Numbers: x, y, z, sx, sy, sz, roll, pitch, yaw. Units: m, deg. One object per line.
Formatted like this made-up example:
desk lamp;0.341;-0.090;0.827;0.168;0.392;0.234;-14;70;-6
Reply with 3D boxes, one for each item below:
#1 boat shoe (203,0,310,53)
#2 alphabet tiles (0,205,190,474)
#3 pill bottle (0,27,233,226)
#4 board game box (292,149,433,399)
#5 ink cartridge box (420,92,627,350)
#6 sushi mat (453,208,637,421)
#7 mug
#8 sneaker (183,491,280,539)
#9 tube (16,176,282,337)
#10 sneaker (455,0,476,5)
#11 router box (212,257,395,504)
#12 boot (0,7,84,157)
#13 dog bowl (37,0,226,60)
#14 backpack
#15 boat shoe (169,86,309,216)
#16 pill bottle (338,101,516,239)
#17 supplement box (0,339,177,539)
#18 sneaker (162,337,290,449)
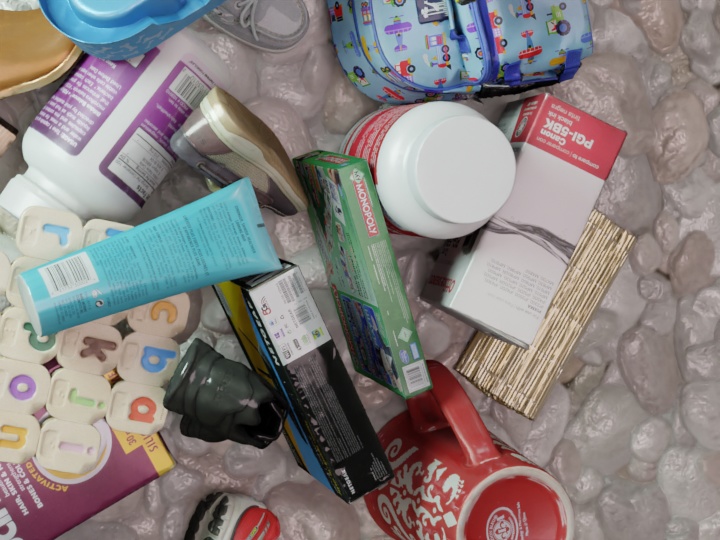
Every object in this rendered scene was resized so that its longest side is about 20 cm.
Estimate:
boat shoe;-0.118;-0.258;1.455;0.074;0.065;0.202;-46;108;-8
alphabet tiles;-0.236;0.055;1.373;0.194;0.015;0.201;11;92;-20
pill bottle;-0.202;-0.110;1.422;0.112;0.112;0.200;39;84;-19
board game box;0.000;0.000;1.491;0.029;0.135;0.201;-20;103;-14
ink cartridge box;0.137;-0.043;1.521;0.083;0.147;0.201;25;88;-8
sushi mat;0.172;0.032;1.617;0.095;0.012;0.201;32;86;-20
mug;0.081;0.184;1.507;0.133;0.200;0.178;-44;108;-8
sneaker;-0.123;0.294;1.521;0.085;0.077;0.201;22;91;-26
tube;-0.163;-0.006;1.359;0.199;0.050;0.078;-20;90;-18
sneaker;0.130;-0.302;1.392;0.200;0.074;0.085;-44;97;-12
router box;-0.053;0.085;1.476;0.051;0.149;0.201;-28;104;-14
boot;-0.307;-0.194;1.405;0.155;0.077;0.200;39;91;-15
dog bowl;-0.154;-0.239;1.368;0.199;0.050;0.112;-34;68;-7
backpack;0.077;-0.230;1.491;0.199;0.134;0.184;-10;99;-14
boat shoe;-0.099;-0.088;1.440;0.065;0.200;0.072;-30;69;7
pill bottle;0.056;-0.083;1.461;0.112;0.200;0.113;-1;93;-15
supplement box;-0.272;0.146;1.435;0.199;0.103;0.131;-31;106;-12
sneaker;-0.101;0.115;1.437;0.090;0.200;0.076;25;84;9
